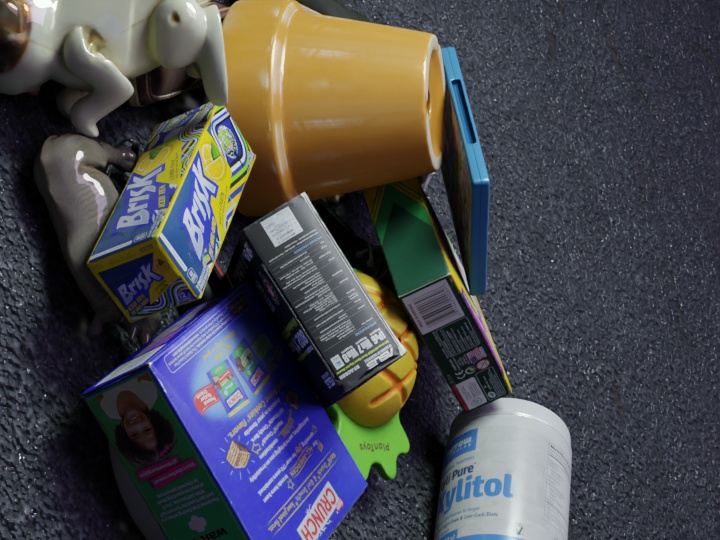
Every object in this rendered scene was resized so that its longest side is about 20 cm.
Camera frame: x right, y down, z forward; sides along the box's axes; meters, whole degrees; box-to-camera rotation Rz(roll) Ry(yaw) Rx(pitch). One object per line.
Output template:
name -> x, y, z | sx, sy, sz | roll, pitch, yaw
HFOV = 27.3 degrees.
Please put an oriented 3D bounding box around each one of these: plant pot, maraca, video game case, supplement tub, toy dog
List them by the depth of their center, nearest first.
toy dog -> -0.218, -0.200, 1.179 | 0.140, 0.199, 0.194 | -123, -154, -54
plant pot -> -0.019, -0.150, 1.365 | 0.200, 0.183, 0.201 | 0, 90, -78
maraca -> 0.000, 0.096, 1.376 | 0.137, 0.107, 0.201 | 4, 75, -49
video game case -> 0.096, -0.096, 1.411 | 0.200, 0.018, 0.143 | -99, -176, -45
supplement tub -> 0.140, 0.241, 1.465 | 0.132, 0.132, 0.200 | 45, 36, -31

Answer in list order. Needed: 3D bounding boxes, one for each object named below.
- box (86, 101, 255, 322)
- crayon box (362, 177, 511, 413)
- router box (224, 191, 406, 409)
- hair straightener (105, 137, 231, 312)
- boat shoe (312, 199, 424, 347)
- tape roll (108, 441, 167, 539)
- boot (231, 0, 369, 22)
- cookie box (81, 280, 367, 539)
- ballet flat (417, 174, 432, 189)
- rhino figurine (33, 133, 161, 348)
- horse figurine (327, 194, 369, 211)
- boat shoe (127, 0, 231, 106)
box -> -0.146, -0.051, 1.177 | 0.064, 0.070, 0.200 | 57, 27, -29
crayon box -> 0.072, 0.014, 1.454 | 0.200, 0.058, 0.173 | 60, 8, -46
router box -> -0.042, 0.034, 1.221 | 0.150, 0.062, 0.200 | 57, -13, 5
hair straightener -> -0.162, -0.018, 1.263 | 0.200, 0.041, 0.077 | 65, 31, -11
boat shoe -> 0.000, 0.000, 1.473 | 0.200, 0.068, 0.072 | 60, 32, -11
tape roll -> -0.122, 0.152, 1.219 | 0.203, 0.037, 0.203 | 35, 42, -40
boot -> -0.041, -0.318, 1.560 | 0.200, 0.077, 0.139 | 8, 94, -56
cookie box -> -0.099, 0.135, 1.154 | 0.200, 0.075, 0.171 | 60, 30, -8
ballet flat -> 0.053, -0.121, 1.556 | 0.200, 0.069, 0.070 | 78, -6, -81
rhino figurine -> -0.206, -0.021, 1.185 | 0.087, 0.060, 0.201 | -7, 77, -62
horse figurine -> -0.025, -0.138, 1.538 | 0.200, 0.050, 0.133 | 62, 19, 3
boat shoe -> -0.151, -0.202, 1.357 | 0.200, 0.072, 0.072 | -52, 145, -60
